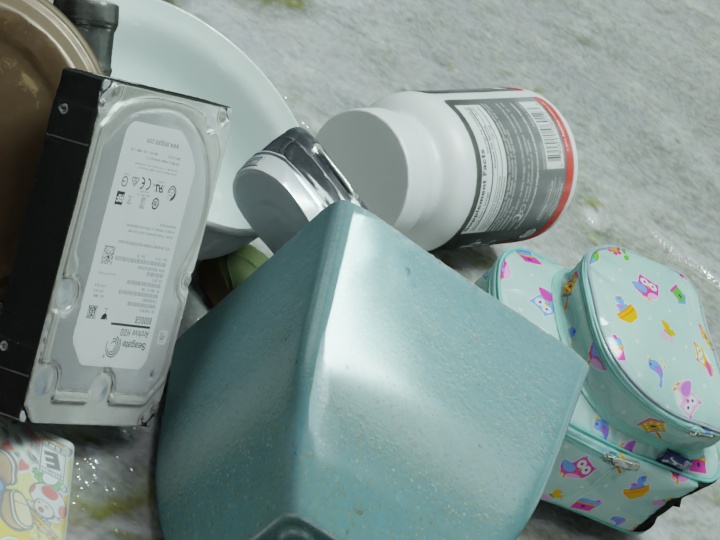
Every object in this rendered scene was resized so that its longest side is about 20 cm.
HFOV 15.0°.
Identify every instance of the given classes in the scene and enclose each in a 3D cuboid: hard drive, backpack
[{"bbox_3d":[-0.145,-0.010,1.591,0.038,0.201,0.139,18,4,29],"label":"hard drive"},{"bbox_3d":[0.151,0.073,1.888,0.199,0.153,0.177,13,49,-31],"label":"backpack"}]

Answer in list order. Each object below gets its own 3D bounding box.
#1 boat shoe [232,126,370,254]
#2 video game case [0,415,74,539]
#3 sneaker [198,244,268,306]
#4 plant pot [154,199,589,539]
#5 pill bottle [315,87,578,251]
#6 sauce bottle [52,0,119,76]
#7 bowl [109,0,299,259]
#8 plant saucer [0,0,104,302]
[{"bbox_3d":[0.000,0.000,1.724,0.200,0.072,0.068,53,52,-8],"label":"boat shoe"},{"bbox_3d":[-0.249,0.123,1.491,0.199,0.023,0.183,29,36,-24],"label":"video game case"},{"bbox_3d":[-0.008,0.038,1.795,0.200,0.090,0.067,46,33,1],"label":"sneaker"},{"bbox_3d":[-0.009,0.122,1.623,0.196,0.196,0.201,34,45,-18],"label":"plant pot"},{"bbox_3d":[0.058,-0.073,1.971,0.199,0.116,0.116,-6,58,-51],"label":"pill bottle"},{"bbox_3d":[-0.174,-0.062,1.645,0.064,0.064,0.202,8,87,-44],"label":"sauce bottle"},{"bbox_3d":[-0.136,-0.078,1.779,0.200,0.090,0.202,29,37,-24],"label":"bowl"},{"bbox_3d":[-0.238,-0.075,1.579,0.200,0.201,0.029,37,-3,-13],"label":"plant saucer"}]
